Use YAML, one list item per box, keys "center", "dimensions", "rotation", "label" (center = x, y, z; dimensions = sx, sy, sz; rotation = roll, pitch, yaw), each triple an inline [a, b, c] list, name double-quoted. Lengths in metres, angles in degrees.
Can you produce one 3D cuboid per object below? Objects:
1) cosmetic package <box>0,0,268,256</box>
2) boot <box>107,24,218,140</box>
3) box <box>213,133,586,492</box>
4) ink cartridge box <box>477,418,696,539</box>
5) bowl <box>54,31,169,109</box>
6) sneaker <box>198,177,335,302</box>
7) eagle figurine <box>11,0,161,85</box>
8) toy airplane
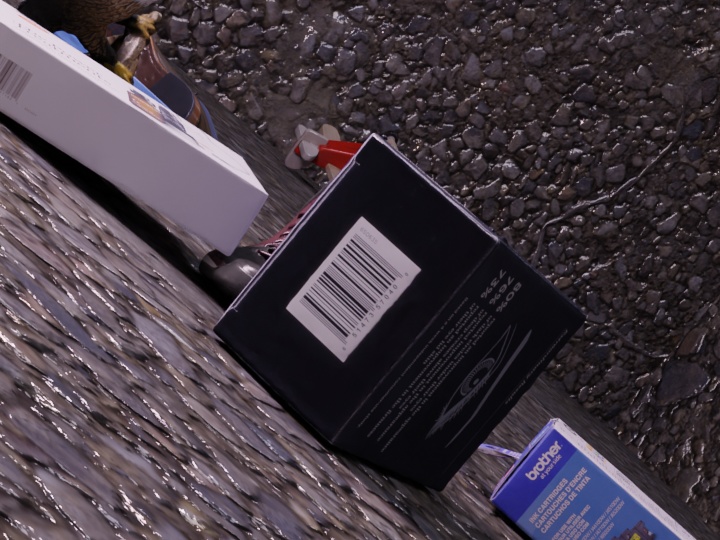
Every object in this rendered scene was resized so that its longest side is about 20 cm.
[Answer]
- center: [-0.160, -0.094, 1.341]
  dimensions: [0.199, 0.052, 0.151]
  rotation: [33, 3, -15]
  label: "cosmetic package"
- center: [-0.205, -0.175, 2.038]
  dimensions: [0.200, 0.074, 0.097]
  rotation: [53, -2, 37]
  label: "boot"
- center: [0.029, 0.031, 1.222]
  dimensions: [0.104, 0.148, 0.200]
  rotation: [41, 2, 24]
  label: "box"
- center: [0.168, 0.178, 1.507]
  dimensions: [0.200, 0.076, 0.136]
  rotation: [43, 3, 6]
  label: "ink cartridge box"
- center: [-0.189, -0.136, 1.749]
  dimensions: [0.200, 0.039, 0.201]
  rotation: [43, 0, 0]
  label: "bowl"
- center: [-0.038, -0.020, 1.379]
  dimensions: [0.076, 0.116, 0.200]
  rotation: [41, 3, 4]
  label: "sneaker"
- center: [-0.192, -0.210, 1.487]
  dimensions: [0.152, 0.150, 0.201]
  rotation: [52, -8, 34]
  label: "eagle figurine"
- center: [-0.034, -0.167, 3.506]
  dimensions: [0.198, 0.142, 0.200]
  rotation: [31, 36, 22]
  label: "toy airplane"
